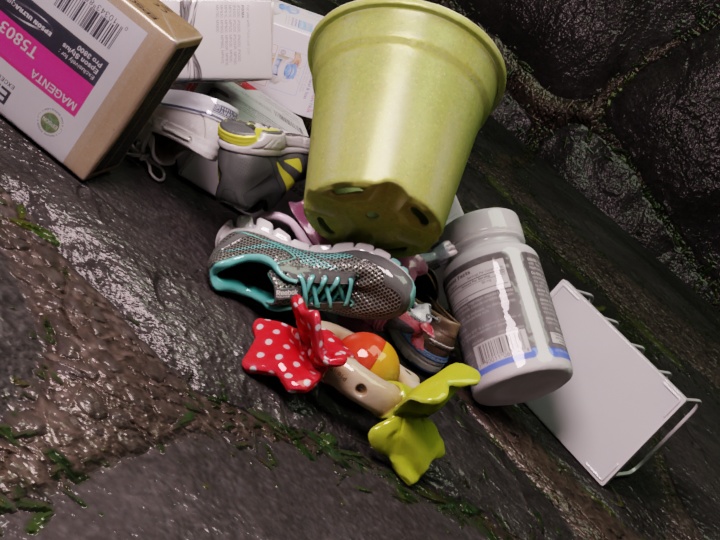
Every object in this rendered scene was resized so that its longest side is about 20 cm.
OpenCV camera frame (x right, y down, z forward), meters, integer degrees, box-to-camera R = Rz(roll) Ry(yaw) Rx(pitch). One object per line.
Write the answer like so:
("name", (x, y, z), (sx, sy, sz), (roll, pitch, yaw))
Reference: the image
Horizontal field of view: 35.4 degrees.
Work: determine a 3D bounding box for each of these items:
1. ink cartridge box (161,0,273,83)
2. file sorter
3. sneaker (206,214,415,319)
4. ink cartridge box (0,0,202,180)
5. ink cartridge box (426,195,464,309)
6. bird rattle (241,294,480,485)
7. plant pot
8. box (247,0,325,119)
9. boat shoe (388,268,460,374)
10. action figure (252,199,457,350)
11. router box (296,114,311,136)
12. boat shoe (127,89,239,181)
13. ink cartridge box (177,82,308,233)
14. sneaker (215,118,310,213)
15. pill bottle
("ink cartridge box", (-0.197, -0.237, 1.170), (0.199, 0.083, 0.147), (-2, 9, -12))
("file sorter", (0.285, 0.134, 1.354), (0.200, 0.139, 0.124), (48, 17, 25))
("sneaker", (-0.051, 0.014, 1.031), (0.199, 0.078, 0.091), (12, 26, 10))
("ink cartridge box", (-0.272, -0.207, 1.022), (0.200, 0.165, 0.075), (38, 19, -1))
("ink cartridge box", (0.076, -0.068, 1.379), (0.146, 0.085, 0.200), (63, 1, 42))
("bird rattle", (-0.006, 0.094, 0.992), (0.199, 0.113, 0.163), (25, 7, -3))
("plant pot", (0.028, -0.121, 1.065), (0.200, 0.200, 0.185), (29, 57, -28))
("box", (-0.095, -0.268, 1.402), (0.199, 0.102, 0.113), (18, 25, -9))
("boat shoe", (0.052, 0.025, 1.252), (0.072, 0.072, 0.200), (18, 26, -46))
("action figure", (0.000, 0.000, 1.112), (0.200, 0.134, 0.149), (43, 19, 23))
("router box", (-0.135, -0.242, 1.497), (0.157, 0.052, 0.200), (-1, 39, -35))
("boat shoe", (-0.203, -0.135, 1.141), (0.202, 0.086, 0.075), (15, -6, 43))
("ink cartridge box", (-0.131, -0.143, 1.283), (0.144, 0.084, 0.200), (31, 17, -24))
("sneaker", (-0.097, -0.099, 1.103), (0.074, 0.085, 0.200), (18, 8, 17))
("pill bottle", (0.155, 0.039, 1.252), (0.114, 0.114, 0.201), (18, 51, -48))
